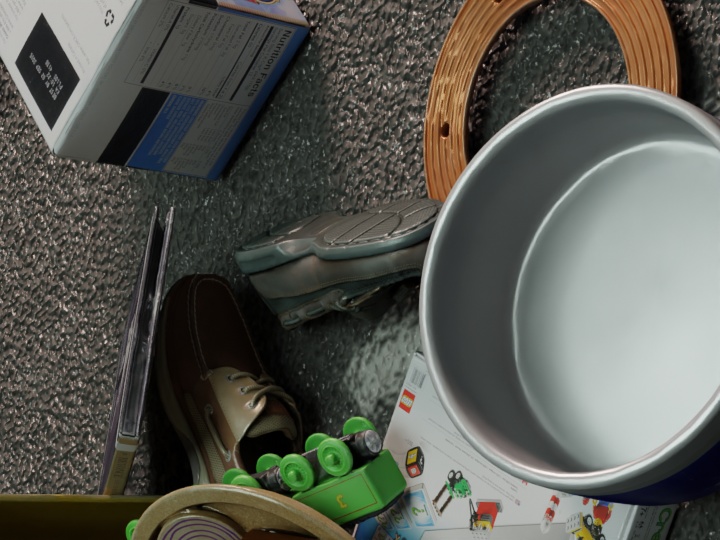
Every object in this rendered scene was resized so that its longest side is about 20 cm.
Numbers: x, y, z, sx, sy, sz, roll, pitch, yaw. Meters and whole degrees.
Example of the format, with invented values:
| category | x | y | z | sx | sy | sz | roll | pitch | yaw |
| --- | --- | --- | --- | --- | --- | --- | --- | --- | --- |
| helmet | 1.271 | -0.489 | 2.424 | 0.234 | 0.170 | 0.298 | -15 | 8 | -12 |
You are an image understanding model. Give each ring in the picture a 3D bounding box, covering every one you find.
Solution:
| category | x | y | z | sx | sy | sz | roll | pitch | yaw |
| --- | --- | --- | --- | --- | --- | --- | --- | --- | --- |
| ring | 0.105 | -0.083 | 1.455 | 0.200 | 0.019 | 0.201 | -11 | 76 | 49 |

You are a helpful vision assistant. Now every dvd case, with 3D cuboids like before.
| category | x | y | z | sx | sy | sz | roll | pitch | yaw |
| --- | --- | --- | --- | --- | --- | --- | --- | --- | --- |
| dvd case | -0.139 | 0.069 | 1.634 | 0.200 | 0.016 | 0.149 | 112 | 166 | -64 |

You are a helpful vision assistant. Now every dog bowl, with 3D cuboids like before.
| category | x | y | z | sx | sy | sz | roll | pitch | yaw |
| --- | --- | --- | --- | --- | --- | --- | --- | --- | --- |
| dog bowl | 0.131 | 0.014 | 1.323 | 0.199 | 0.079 | 0.201 | -11 | 72 | 35 |

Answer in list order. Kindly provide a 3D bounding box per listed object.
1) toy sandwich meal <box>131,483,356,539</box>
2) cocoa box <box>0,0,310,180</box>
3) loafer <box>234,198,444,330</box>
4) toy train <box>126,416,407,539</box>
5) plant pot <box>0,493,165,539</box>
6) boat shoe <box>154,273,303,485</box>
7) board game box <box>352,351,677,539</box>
| category | x | y | z | sx | sy | sz | roll | pitch | yaw |
| --- | --- | --- | --- | --- | --- | --- | --- | --- | --- |
| toy sandwich meal | -0.052 | 0.206 | 1.489 | 0.204 | 0.070 | 0.206 | 17 | 131 | 20 |
| cocoa box | -0.147 | -0.174 | 1.691 | 0.134 | 0.131 | 0.200 | -56 | 45 | 28 |
| loafer | 0.000 | 0.000 | 1.535 | 0.200 | 0.072 | 0.063 | -4 | 112 | 60 |
| toy train | -0.055 | 0.137 | 1.520 | 0.200 | 0.042 | 0.057 | -26 | 96 | 38 |
| plant pot | -0.181 | 0.256 | 1.624 | 0.176 | 0.199 | 0.201 | -35 | 57 | 53 |
| boat shoe | -0.066 | 0.093 | 1.600 | 0.072 | 0.076 | 0.201 | -28 | 72 | 41 |
| board game box | 0.077 | 0.139 | 1.438 | 0.200 | 0.035 | 0.127 | 32 | 108 | 49 |
